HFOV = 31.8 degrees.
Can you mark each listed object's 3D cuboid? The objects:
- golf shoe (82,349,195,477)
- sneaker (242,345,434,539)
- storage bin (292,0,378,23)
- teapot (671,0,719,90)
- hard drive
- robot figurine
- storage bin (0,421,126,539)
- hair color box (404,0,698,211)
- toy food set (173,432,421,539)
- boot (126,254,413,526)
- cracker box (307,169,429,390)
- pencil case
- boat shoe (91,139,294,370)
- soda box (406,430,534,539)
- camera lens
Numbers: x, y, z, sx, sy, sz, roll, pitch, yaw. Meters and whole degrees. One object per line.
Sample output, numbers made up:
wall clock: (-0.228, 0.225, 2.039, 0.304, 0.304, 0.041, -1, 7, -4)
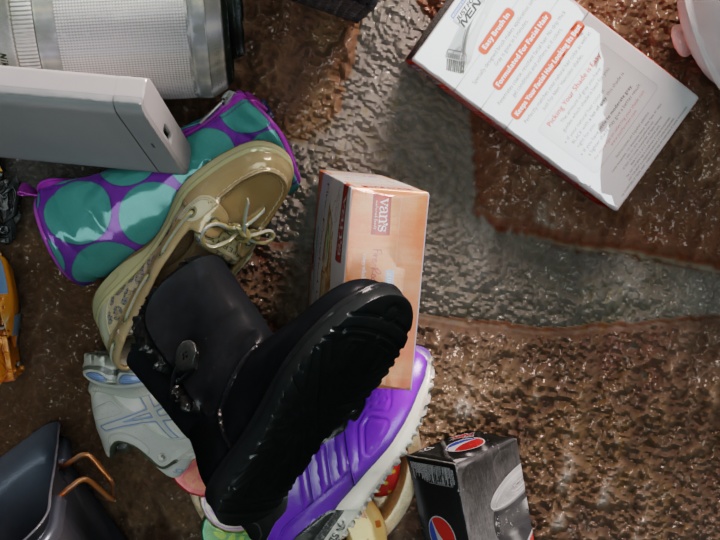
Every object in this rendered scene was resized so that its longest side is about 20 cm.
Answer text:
golf shoe: (-0.122, 0.109, 0.959, 0.199, 0.078, 0.098, 3, 97, 34)
sneaker: (-0.026, 0.130, 0.955, 0.099, 0.070, 0.201, 34, 93, -5)
storage bin: (-0.018, -0.259, 0.889, 0.093, 0.200, 0.136, 18, 96, -7)
teapot: (0.307, -0.192, 0.954, 0.146, 0.197, 0.201, -19, 67, 34)
hard drive: (-0.228, -0.105, 0.867, 0.199, 0.132, 0.027, 6, 76, 7)
robot figurine: (-0.326, -0.007, 0.968, 0.144, 0.058, 0.201, -9, 98, -1)
storage bin: (-0.229, 0.221, 0.946, 0.145, 0.200, 0.135, -37, 109, 1)
hair color box: (0.147, -0.150, 0.986, 0.200, 0.064, 0.111, 36, 94, -9)
toy food set: (-0.049, 0.154, 1.016, 0.197, 0.049, 0.201, 26, 95, -7)
boot: (-0.071, 0.041, 0.828, 0.076, 0.168, 0.201, 11, 123, -46)
cracker box: (0.000, 0.000, 0.922, 0.057, 0.200, 0.135, 4, 97, -9)
pencil case: (-0.150, -0.064, 0.963, 0.199, 0.085, 0.093, -26, 113, -1)
boat shoe: (-0.117, -0.008, 0.922, 0.073, 0.063, 0.200, 28, 114, -38)
soda box: (0.099, 0.235, 1.018, 0.070, 0.063, 0.201, -16, 100, -33)
camera lens: (-0.185, -0.201, 0.904, 0.199, 0.160, 0.161, -3, 97, -4)
